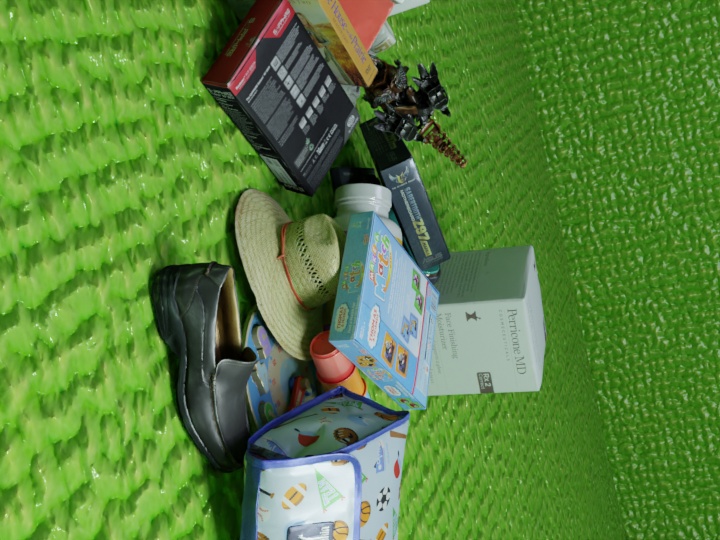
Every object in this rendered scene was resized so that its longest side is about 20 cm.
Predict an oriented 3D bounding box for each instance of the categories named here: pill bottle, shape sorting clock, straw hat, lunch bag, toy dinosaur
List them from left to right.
[{"bbox_3d":[-0.074,0.126,1.028,0.199,0.039,0.204,-10,90,-69],"label":"shape sorting clock"},{"bbox_3d":[-0.052,-0.010,1.037,0.202,0.084,0.203,53,25,-38],"label":"straw hat"},{"bbox_3d":[-0.041,0.229,0.914,0.199,0.122,0.174,-14,111,-54],"label":"lunch bag"},{"bbox_3d":[0.000,0.000,1.160,0.104,0.102,0.204,28,61,-63],"label":"pill bottle"},{"bbox_3d":[0.068,-0.218,1.232,0.136,0.197,0.104,-120,-128,-82],"label":"toy dinosaur"}]

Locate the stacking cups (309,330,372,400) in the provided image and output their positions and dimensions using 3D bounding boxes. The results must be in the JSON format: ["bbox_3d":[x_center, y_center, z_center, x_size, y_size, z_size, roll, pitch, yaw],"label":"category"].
[{"bbox_3d":[-0.010,0.154,1.058,0.061,0.059,0.202,-78,156,-44],"label":"stacking cups"}]

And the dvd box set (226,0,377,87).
[{"bbox_3d":[-0.080,-0.289,1.064,0.030,0.144,0.200,-63,145,-19],"label":"dvd box set"}]

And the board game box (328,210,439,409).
[{"bbox_3d":[0.033,0.050,1.063,0.200,0.036,0.154,49,44,-52],"label":"board game box"}]

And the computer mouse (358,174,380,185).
[{"bbox_3d":[0.023,-0.025,1.292,0.203,0.052,0.138,63,26,-8],"label":"computer mouse"}]

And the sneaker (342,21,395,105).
[{"bbox_3d":[-0.005,-0.289,1.293,0.073,0.114,0.204,-1,83,-70],"label":"sneaker"}]

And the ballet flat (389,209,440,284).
[{"bbox_3d":[0.069,-0.045,1.432,0.073,0.072,0.202,52,16,-50],"label":"ballet flat"}]

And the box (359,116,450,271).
[{"bbox_3d":[0.059,-0.114,1.297,0.201,0.050,0.159,-109,175,-63],"label":"box"}]

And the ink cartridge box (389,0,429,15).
[{"bbox_3d":[-0.022,-0.379,1.160,0.085,0.196,0.147,-74,146,-64],"label":"ink cartridge box"}]

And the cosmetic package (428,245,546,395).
[{"bbox_3d":[0.178,0.078,1.455,0.166,0.196,0.167,-64,144,-56],"label":"cosmetic package"}]

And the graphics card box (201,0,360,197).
[{"bbox_3d":[-0.084,-0.194,1.064,0.127,0.050,0.200,-60,141,-17],"label":"graphics card box"}]

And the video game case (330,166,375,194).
[{"bbox_3d":[0.008,-0.047,1.347,0.143,0.019,0.204,-13,92,-69],"label":"video game case"}]

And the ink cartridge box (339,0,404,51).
[{"bbox_3d":[-0.033,-0.363,1.071,0.198,0.175,0.044,30,8,-14],"label":"ink cartridge box"}]

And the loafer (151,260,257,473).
[{"bbox_3d":[-0.129,0.090,0.858,0.073,0.071,0.204,-48,125,-65],"label":"loafer"}]
